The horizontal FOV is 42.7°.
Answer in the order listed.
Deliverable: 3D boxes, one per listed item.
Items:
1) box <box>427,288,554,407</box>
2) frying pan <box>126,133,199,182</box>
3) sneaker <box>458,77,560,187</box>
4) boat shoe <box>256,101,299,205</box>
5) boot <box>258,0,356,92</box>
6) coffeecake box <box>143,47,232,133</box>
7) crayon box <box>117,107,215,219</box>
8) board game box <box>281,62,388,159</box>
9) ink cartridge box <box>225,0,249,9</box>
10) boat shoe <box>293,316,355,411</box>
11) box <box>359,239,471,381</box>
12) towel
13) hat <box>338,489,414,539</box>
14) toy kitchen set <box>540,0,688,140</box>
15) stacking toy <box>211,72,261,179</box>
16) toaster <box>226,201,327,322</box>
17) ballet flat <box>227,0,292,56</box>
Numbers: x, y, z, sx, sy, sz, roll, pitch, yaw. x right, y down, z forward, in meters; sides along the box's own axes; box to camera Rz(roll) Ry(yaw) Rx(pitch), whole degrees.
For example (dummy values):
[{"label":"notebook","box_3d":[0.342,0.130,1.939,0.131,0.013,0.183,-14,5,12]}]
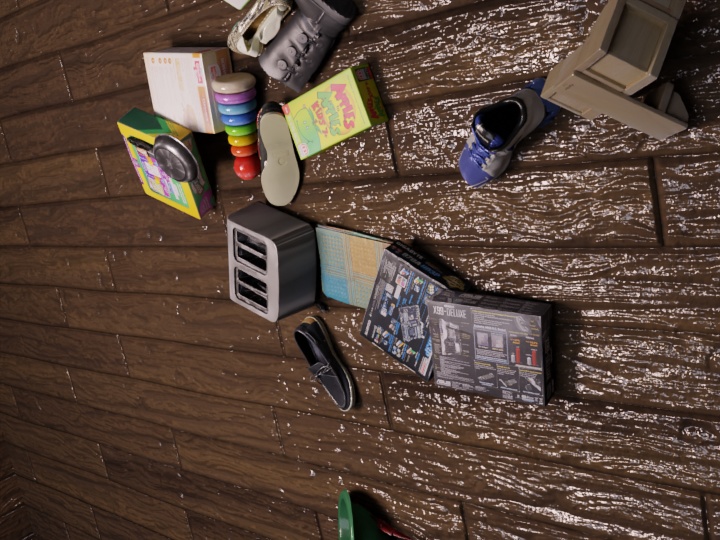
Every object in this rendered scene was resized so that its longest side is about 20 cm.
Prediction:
[{"label":"box","box_3d":[0.207,0.121,1.470,0.197,0.050,0.160,7,116,31]},{"label":"frying pan","box_3d":[-0.396,-0.238,1.820,0.188,0.031,0.116,34,147,8]},{"label":"sneaker","box_3d":[0.190,-0.197,1.334,0.081,0.114,0.199,56,138,12]},{"label":"boat shoe","box_3d":[-0.155,-0.217,1.731,0.064,0.072,0.204,-100,6,-53]},{"label":"boot","box_3d":[-0.119,-0.420,1.567,0.164,0.066,0.200,42,139,-6]},{"label":"coffeecake box","box_3d":[-0.337,-0.363,1.843,0.198,0.073,0.156,13,118,43]},{"label":"crayon box","box_3d":[-0.403,-0.223,1.927,0.171,0.058,0.202,23,145,28]},{"label":"board game box","box_3d":[-0.047,-0.273,1.599,0.198,0.047,0.103,-17,95,49]},{"label":"ink cartridge box","box_3d":[-0.174,-0.554,1.495,0.145,0.083,0.203,-29,44,48]},{"label":"boat shoe","box_3d":[-0.074,0.190,1.826,0.074,0.062,0.203,-26,89,47]},{"label":"box","box_3d":[0.090,0.071,1.594,0.158,0.046,0.202,32,129,21]},{"label":"towel","box_3d":[0.000,0.000,1.694,0.198,0.022,0.149,15,119,40]},{"label":"hat","box_3d":[0.052,0.541,1.884,0.201,0.173,0.168,-106,18,-56]},{"label":"toy kitchen set","box_3d":[0.359,-0.287,1.165,0.161,0.183,0.200,23,172,-6]},{"label":"stacking toy","box_3d":[-0.231,-0.271,1.773,0.085,0.085,0.203,18,123,40]},{"label":"toaster","box_3d":[-0.169,-0.014,1.791,0.198,0.118,0.184,25,125,37]},{"label":"ballet flat","box_3d":[-0.181,-0.432,1.647,0.199,0.067,0.077,-38,56,46]}]
